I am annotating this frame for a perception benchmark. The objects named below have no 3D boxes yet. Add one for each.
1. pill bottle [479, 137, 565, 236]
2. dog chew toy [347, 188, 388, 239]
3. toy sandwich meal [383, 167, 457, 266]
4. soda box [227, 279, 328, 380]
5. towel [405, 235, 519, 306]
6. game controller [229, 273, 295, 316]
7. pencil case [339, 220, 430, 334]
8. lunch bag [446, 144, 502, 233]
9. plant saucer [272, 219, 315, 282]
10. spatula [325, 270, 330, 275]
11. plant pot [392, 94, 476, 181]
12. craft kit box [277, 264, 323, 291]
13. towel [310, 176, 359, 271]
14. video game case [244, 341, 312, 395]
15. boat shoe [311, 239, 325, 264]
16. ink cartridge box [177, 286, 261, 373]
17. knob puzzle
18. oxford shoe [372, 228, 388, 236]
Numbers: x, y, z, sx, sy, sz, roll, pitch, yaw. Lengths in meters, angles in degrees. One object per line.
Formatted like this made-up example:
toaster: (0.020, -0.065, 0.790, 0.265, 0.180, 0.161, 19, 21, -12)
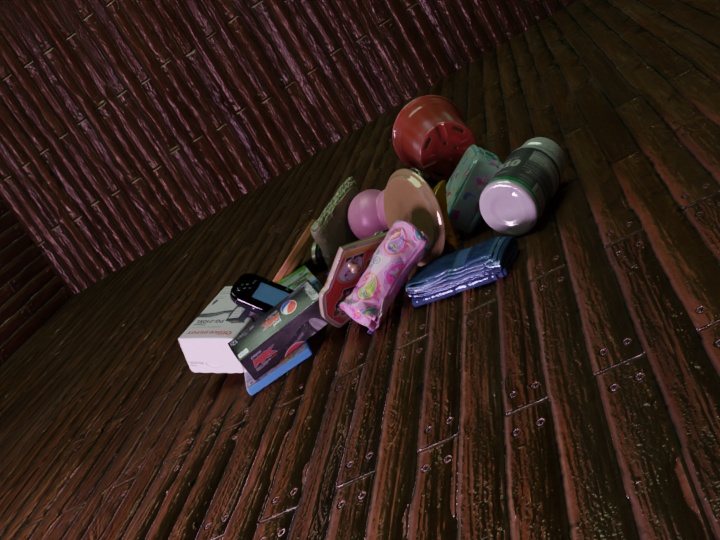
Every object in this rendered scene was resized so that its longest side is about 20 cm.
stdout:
pill bottle: (0.307, -0.161, 1.562, 0.112, 0.114, 0.200, -17, 22, 41)
dog chew toy: (0.071, -0.136, 1.935, 0.197, 0.126, 0.125, -13, 23, 28)
toy sandwich meal: (0.119, -0.101, 1.601, 0.070, 0.208, 0.204, -21, 10, -27)
soda box: (-0.149, 0.114, 1.598, 0.199, 0.071, 0.063, -38, 42, -7)
towel: (0.177, -0.004, 1.471, 0.198, 0.049, 0.112, -22, 19, 34)
game controller: (-0.163, 0.065, 1.697, 0.105, 0.197, 0.042, -64, -4, -50)
pencil case: (0.047, 0.010, 1.509, 0.201, 0.087, 0.087, -57, 22, -11)
lunch bag: (0.226, -0.171, 1.699, 0.162, 0.076, 0.200, -60, 7, 16)
plant saucer: (-0.162, -0.036, 2.104, 0.202, 0.032, 0.200, -57, 4, 6)
spatula: (-0.057, 0.030, 1.852, 0.056, 0.021, 0.201, -12, 24, 13)
plant pot: (0.197, -0.322, 2.123, 0.199, 0.202, 0.196, -31, 25, 3)
craft kit box: (-0.186, 0.073, 1.935, 0.199, 0.049, 0.198, -34, 19, -4)
towel: (-0.044, -0.107, 1.986, 0.036, 0.150, 0.201, 5, 46, 32)
video game case: (-0.170, 0.169, 1.674, 0.142, 0.018, 0.200, -34, 16, -2)
boat shoe: (-0.072, -0.087, 2.100, 0.062, 0.074, 0.203, -5, 36, 14)
ink cartridge box: (-0.260, 0.118, 1.741, 0.143, 0.085, 0.201, -3, 31, 28)
knob puzzle: (-0.004, 0.029, 1.575, 0.030, 0.221, 0.219, 36, 61, 26)
oxford shoe: (0.032, -0.049, 1.842, 0.198, 0.058, 0.075, -26, 20, 15)
